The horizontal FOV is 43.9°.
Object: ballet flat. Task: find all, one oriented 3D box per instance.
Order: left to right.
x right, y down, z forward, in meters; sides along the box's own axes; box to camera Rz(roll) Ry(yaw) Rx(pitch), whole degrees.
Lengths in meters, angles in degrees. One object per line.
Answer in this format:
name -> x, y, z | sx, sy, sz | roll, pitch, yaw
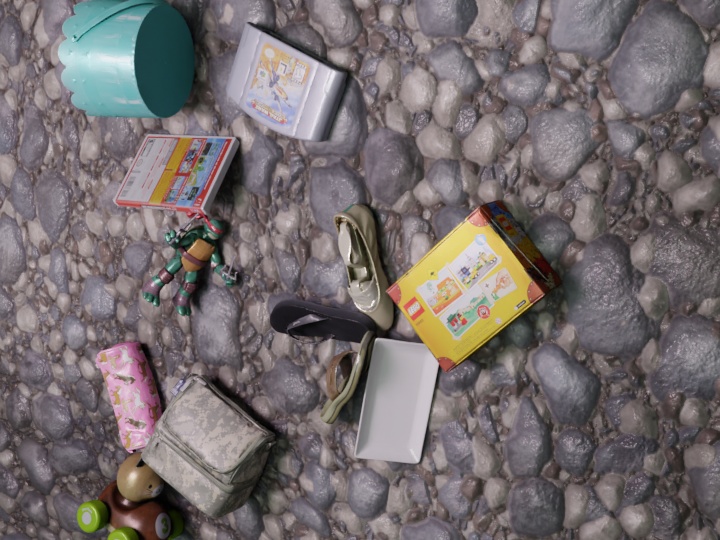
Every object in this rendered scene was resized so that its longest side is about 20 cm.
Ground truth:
ballet flat -> 0.000, 0.000, 1.365 | 0.069, 0.069, 0.202 | -11, 94, 32

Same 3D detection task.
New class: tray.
tray -> 0.056, 0.199, 1.375 | 0.106, 0.022, 0.202 | 8, 107, -7

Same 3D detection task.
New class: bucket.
bucket -> -0.369, -0.341, 1.444 | 0.133, 0.207, 0.210 | 8, 104, 19

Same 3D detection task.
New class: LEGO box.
LEGO box -> 0.158, 0.024, 1.267 | 0.200, 0.077, 0.150 | -43, 77, 30

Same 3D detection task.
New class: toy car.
toy car -> -0.391, 0.398, 1.637 | 0.157, 0.164, 0.202 | 31, 102, 22

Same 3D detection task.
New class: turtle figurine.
turtle figurine -> -0.278, -0.019, 1.514 | 0.149, 0.101, 0.200 | 31, 111, -22

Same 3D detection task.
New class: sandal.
sandal -> -0.069, 0.087, 1.413 | 0.198, 0.043, 0.076 | 2, 136, 35
sandal -> -0.030, 0.167, 1.387 | 0.057, 0.080, 0.202 | 33, 129, 2

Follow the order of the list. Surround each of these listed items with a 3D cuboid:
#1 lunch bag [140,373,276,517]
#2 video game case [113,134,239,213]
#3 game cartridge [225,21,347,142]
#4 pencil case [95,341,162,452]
lunch bag -> -0.257, 0.296, 1.545 | 0.199, 0.139, 0.169 | 35, 99, 20
video game case -> -0.309, -0.165, 1.496 | 0.198, 0.017, 0.144 | 6, 63, 30
game cartridge -> -0.121, -0.288, 1.399 | 0.199, 0.041, 0.134 | 31, 110, 22
pencil case -> -0.423, 0.234, 1.658 | 0.086, 0.082, 0.202 | -17, 92, 39
